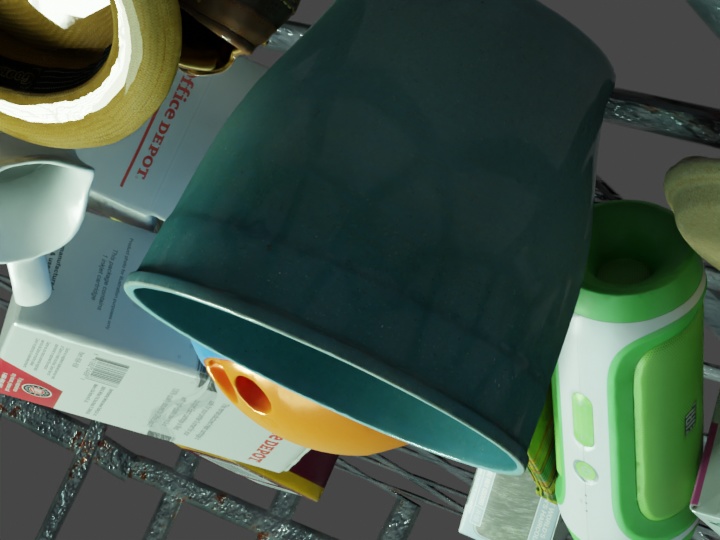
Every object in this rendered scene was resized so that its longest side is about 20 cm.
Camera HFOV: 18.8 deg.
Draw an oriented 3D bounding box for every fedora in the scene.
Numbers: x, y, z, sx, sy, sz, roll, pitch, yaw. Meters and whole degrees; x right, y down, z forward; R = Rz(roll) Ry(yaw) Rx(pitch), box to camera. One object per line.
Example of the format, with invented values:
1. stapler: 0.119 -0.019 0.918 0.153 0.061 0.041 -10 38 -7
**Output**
1. fedora: -0.155 -0.153 1.028 0.200 0.082 0.201 21 137 21

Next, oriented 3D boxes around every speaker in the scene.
1. speaker: 0.140 0.063 1.141 0.088 0.088 0.201 20 138 28

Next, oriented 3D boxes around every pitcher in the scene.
1. pitcher: -0.208 -0.093 1.185 0.120 0.201 0.172 -15 154 -15

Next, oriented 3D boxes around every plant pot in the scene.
1. plant pot: 0.021 -0.034 0.993 0.199 0.189 0.200 24 171 4

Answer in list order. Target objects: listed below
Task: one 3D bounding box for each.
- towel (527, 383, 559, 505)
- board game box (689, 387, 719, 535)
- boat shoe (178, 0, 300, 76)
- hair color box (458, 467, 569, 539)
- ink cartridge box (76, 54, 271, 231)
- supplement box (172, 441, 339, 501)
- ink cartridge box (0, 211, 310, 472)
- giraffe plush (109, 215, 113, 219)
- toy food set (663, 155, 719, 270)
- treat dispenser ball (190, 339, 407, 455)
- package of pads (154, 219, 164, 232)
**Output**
1. towel: 0.095 0.052 1.160 0.018 0.086 0.200 15 159 24
2. board game box: 0.259 0.099 1.216 0.064 0.148 0.200 8 163 32
3. boat shoe: -0.086 -0.134 1.081 0.072 0.068 0.200 29 170 -22
4. hair color box: 0.133 0.092 1.359 0.060 0.100 0.200 22 -154 15
5. ink cartridge box: -0.153 -0.100 1.285 0.199 0.117 0.068 25 170 0
6. supplement box: -0.047 0.058 1.610 0.085 0.201 0.110 28 170 -25
7. ink cartridge box: -0.115 0.045 1.323 0.199 0.084 0.144 18 158 -11
8. giraffe plush: -0.139 0.023 1.765 0.199 0.163 0.172 29 169 -22
9. toy food set: 0.234 -0.010 1.004 0.197 0.049 0.200 24 170 7
10. treat dispenser ball: 0.000 0.000 1.182 0.200 0.202 0.201 24 170 4
11. package of pads: -0.121 -0.031 1.493 0.200 0.068 0.155 92 155 -80
